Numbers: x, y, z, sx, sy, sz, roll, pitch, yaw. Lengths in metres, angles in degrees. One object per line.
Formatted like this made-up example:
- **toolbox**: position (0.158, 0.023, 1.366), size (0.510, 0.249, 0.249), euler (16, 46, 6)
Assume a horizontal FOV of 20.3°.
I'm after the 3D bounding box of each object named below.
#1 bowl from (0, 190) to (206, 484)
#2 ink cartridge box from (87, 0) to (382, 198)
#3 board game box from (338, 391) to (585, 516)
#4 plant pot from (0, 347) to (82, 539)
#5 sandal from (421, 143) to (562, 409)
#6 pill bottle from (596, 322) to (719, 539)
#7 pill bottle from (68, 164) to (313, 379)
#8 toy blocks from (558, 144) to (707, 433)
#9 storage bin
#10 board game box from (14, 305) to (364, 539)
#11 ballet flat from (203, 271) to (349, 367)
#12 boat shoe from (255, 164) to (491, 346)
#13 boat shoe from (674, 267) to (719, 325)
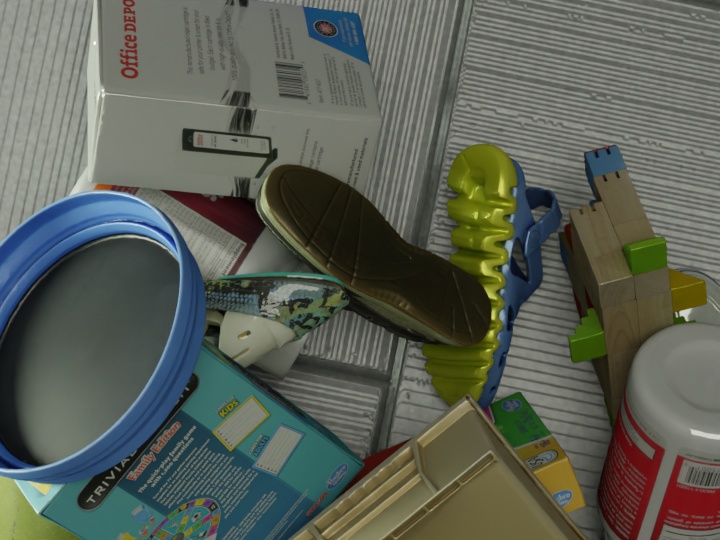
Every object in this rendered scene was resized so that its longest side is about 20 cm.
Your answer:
- **bowl**: position (-0.185, 0.045, 1.300), size (0.200, 0.039, 0.202), euler (-17, 55, 26)
- **ink cartridge box**: position (-0.096, -0.127, 1.442), size (0.199, 0.146, 0.085), euler (5, 128, -12)
- **board game box**: position (0.048, 0.166, 1.449), size (0.199, 0.153, 0.041), euler (-23, 106, -3)
- **plant pot**: position (-0.204, 0.156, 1.445), size (0.186, 0.187, 0.201), euler (15, 99, -1)
- **sandal**: position (0.104, 0.009, 1.503), size (0.087, 0.079, 0.201), euler (5, 101, -41)
- **pill bottle**: position (0.230, 0.142, 1.431), size (0.112, 0.201, 0.113), euler (4, 45, -4)
- **pill bottle**: position (-0.118, -0.010, 1.477), size (0.199, 0.110, 0.110), euler (31, 87, 0)
- **toy blocks**: position (0.184, 0.006, 1.460), size (0.099, 0.201, 0.137), euler (-15, 46, -1)
- **storage bin**: position (0.063, 0.230, 1.342), size (0.198, 0.094, 0.200), euler (-39, 109, 4)
- **board game box**: position (-0.112, 0.136, 1.359), size (0.151, 0.047, 0.200), euler (-50, 131, 0)
- **ballet flat**: position (-0.105, 0.038, 1.391), size (0.199, 0.074, 0.075), euler (0, 87, 19)
- **boat shoe**: position (0.001, -0.001, 1.423), size (0.200, 0.066, 0.072), euler (32, 55, -22)
- **boat shoe**: position (0.280, 0.091, 1.494), size (0.074, 0.086, 0.203), euler (-22, 88, -3)
